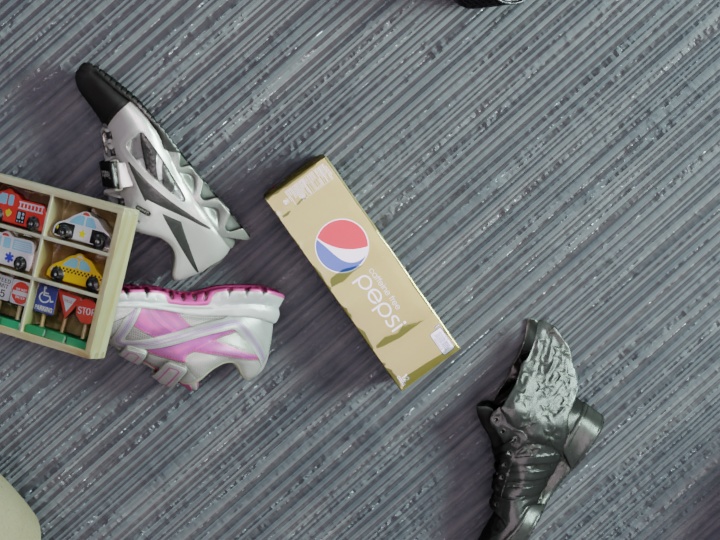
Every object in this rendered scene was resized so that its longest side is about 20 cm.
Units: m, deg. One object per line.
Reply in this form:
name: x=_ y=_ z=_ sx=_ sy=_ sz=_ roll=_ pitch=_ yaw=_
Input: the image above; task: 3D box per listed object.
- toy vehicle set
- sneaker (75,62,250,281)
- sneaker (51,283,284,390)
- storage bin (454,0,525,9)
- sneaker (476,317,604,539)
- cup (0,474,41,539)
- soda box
toy vehicle set: x=-0.285 y=-0.012 z=1.514 sx=0.199 sy=0.026 sz=0.125 roll=14 pitch=93 yaw=21
sneaker: x=-0.186 y=-0.078 z=1.536 sx=0.088 sy=0.074 sz=0.200 roll=-38 pitch=96 yaw=-3
sneaker: x=-0.163 y=0.057 z=1.545 sx=0.199 sy=0.081 sz=0.089 roll=0 pitch=93 yaw=-4
storage bin: x=0.091 y=-0.325 z=1.509 sx=0.135 sy=0.094 sz=0.200 roll=-43 pitch=105 yaw=-9
sneaker: x=0.132 y=0.149 z=1.591 sx=0.104 sy=0.060 sz=0.200 roll=37 pitch=86 yaw=-8
cup: x=-0.346 y=0.227 z=1.505 sx=0.143 sy=0.200 sz=0.201 roll=23 pitch=93 yaw=-30
soda box: x=0.000 y=0.000 z=1.561 sx=0.064 sy=0.068 sz=0.200 roll=-35 pitch=97 yaw=-1
